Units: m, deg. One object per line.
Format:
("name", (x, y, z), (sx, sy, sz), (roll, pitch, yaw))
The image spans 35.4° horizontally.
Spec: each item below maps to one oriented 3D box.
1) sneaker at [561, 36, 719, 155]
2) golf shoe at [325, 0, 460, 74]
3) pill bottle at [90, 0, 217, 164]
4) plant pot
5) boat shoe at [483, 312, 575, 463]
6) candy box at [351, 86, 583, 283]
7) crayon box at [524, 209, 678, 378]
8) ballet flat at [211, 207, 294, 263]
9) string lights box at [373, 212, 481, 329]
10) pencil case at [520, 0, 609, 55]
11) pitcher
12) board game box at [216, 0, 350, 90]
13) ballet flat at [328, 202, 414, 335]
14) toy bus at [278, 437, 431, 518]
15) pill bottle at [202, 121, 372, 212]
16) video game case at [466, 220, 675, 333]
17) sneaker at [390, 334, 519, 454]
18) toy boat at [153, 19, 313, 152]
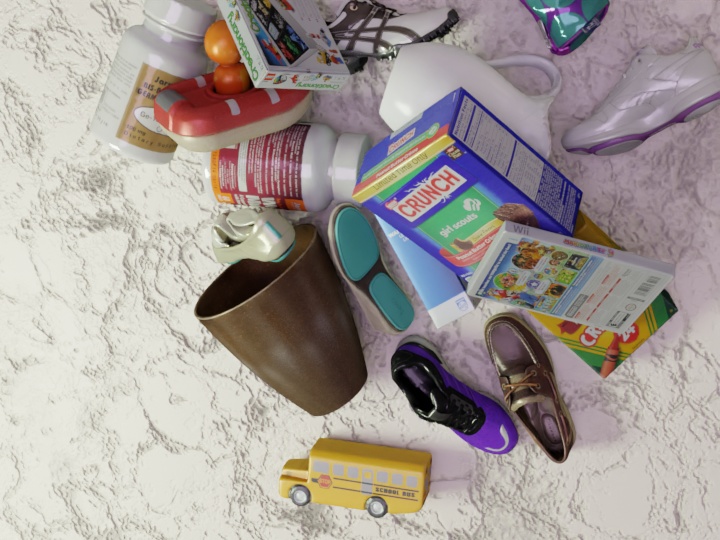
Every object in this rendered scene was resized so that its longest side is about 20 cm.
("sneaker", (0.324, -0.201, 1.324), (0.197, 0.075, 0.101), (-24, 78, 17))
("golf shoe", (0.019, -0.296, 1.362), (0.197, 0.078, 0.096), (-16, 98, 15))
("pill bottle", (-0.255, -0.247, 1.418), (0.113, 0.114, 0.203), (27, 107, 6))
("plant pot", (-0.079, 0.078, 1.432), (0.185, 0.188, 0.201), (-29, 110, 17))
("boat shoe", (0.213, 0.150, 1.418), (0.071, 0.072, 0.203), (-22, 97, 17))
("candy box", (0.119, -0.086, 1.263), (0.199, 0.078, 0.168), (36, 142, -22))
("crayon box", (0.268, 0.021, 1.358), (0.199, 0.051, 0.127), (39, 109, -15))
("ballet flat", (-0.147, -0.049, 1.402), (0.199, 0.069, 0.071), (-2, 107, 58))
("string lights box", (0.081, -0.042, 1.389), (0.058, 0.103, 0.202), (-28, 94, 22))
("pencil case", (0.198, -0.345, 1.303), (0.092, 0.085, 0.200), (-42, 90, -10))
("pitcher", (0.133, -0.205, 1.316), (0.197, 0.174, 0.122), (20, 146, 1))
("board game box", (-0.103, -0.302, 1.324), (0.035, 0.125, 0.202), (-44, 61, 41))
("ballet flat", (0.000, 0.000, 1.417), (0.068, 0.070, 0.202), (-19, 119, 16))
("toy bus", (-0.007, 0.275, 1.502), (0.196, 0.065, 0.080), (6, 104, 12))
("pill bottle", (-0.089, -0.131, 1.407), (0.196, 0.110, 0.112), (6, 104, 12))
("video game case", (0.234, 0.011, 1.275), (0.196, 0.018, 0.144), (14, 148, -6))
("sneaker", (0.112, 0.174, 1.432), (0.199, 0.100, 0.070), (39, 110, 3))
("toy boat", (-0.151, -0.232, 1.338), (0.197, 0.130, 0.133), (-21, 124, -25))
